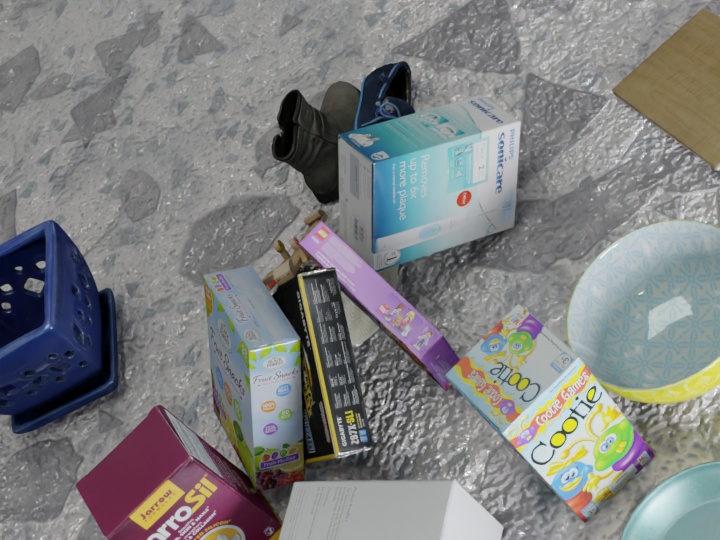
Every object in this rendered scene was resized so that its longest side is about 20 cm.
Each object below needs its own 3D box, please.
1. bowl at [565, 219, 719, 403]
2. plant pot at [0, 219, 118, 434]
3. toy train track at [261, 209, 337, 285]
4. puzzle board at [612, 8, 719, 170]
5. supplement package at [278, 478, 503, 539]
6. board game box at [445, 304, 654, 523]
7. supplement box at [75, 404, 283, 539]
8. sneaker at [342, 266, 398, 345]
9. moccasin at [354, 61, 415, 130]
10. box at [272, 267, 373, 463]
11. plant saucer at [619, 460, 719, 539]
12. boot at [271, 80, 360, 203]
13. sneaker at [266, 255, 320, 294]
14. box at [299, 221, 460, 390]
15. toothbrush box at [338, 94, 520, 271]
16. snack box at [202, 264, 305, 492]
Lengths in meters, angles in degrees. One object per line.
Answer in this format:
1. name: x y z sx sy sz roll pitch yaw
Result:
1. bowl: 0.319 0.060 1.493 0.200 0.108 0.201 -19 49 23
2. plant pot: -0.432 0.088 1.959 0.200 0.180 0.200 -27 45 16
3. toy train track: -0.075 -0.037 1.763 0.115 0.033 0.200 -31 13 20
4. puzzle board: 0.406 -0.212 1.707 0.151 0.017 0.200 -42 44 0
5. supplement package: 0.027 0.292 1.518 0.199 0.117 0.117 -5 54 33
6. board game box: 0.190 0.143 1.455 0.103 0.200 0.105 -44 44 -1
7. supplement box: -0.195 0.264 1.639 0.131 0.200 0.103 -44 43 0
8. sneaker: 0.000 0.000 1.806 0.084 0.075 0.201 -9 56 58
9. moccasin: 0.035 -0.203 1.916 0.068 0.080 0.201 -30 45 30
10. box: -0.046 0.109 1.633 0.049 0.160 0.201 -10 84 -14
11. plant saucer: 0.336 0.274 1.369 0.199 0.036 0.201 -19 49 24
12. boot: -0.054 -0.199 1.944 0.068 0.131 0.201 -11 52 28
13. sneaker: -0.093 0.031 1.826 0.200 0.077 0.085 -36 22 35
14. box: 0.026 0.041 1.651 0.039 0.137 0.200 -45 65 -4
15. toothbrush box: 0.079 -0.102 1.704 0.199 0.147 0.085 -18 37 -26
16. snack box: -0.122 0.122 1.688 0.067 0.201 0.169 -12 33 -19
